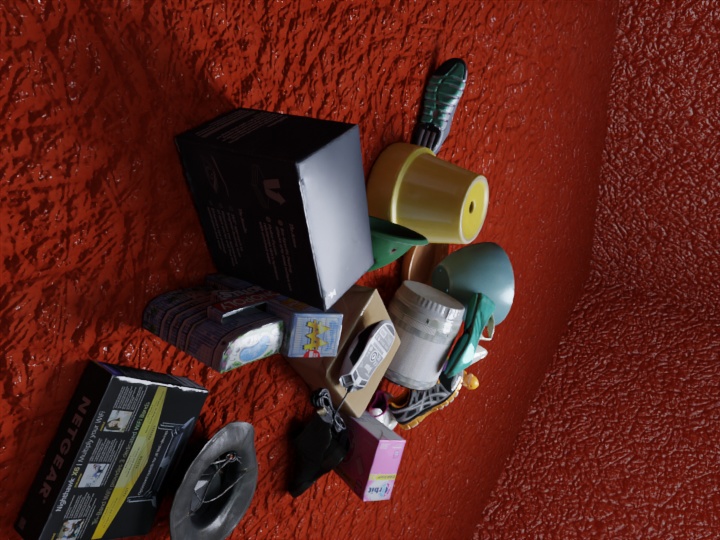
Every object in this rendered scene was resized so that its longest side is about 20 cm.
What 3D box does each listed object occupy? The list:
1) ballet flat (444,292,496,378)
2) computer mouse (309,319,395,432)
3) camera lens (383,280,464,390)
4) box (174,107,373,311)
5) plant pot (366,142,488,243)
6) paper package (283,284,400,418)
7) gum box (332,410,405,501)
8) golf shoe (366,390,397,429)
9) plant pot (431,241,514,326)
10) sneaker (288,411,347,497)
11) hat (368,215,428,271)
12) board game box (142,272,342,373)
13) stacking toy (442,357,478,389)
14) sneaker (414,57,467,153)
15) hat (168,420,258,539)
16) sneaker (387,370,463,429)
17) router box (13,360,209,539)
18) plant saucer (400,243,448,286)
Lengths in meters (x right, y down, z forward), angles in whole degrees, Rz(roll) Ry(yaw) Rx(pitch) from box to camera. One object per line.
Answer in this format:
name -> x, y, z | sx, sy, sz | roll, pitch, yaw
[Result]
ballet flat -> 0.242, 0.143, 1.108 | 0.067, 0.070, 0.201 | 122, -6, -70
computer mouse -> -0.010, 0.165, 0.880 | 0.201, 0.044, 0.110 | -55, 140, -18
camera lens -> 0.119, 0.142, 1.131 | 0.160, 0.159, 0.201 | 2, 112, -58
box -> -0.101, -0.082, 0.661 | 0.117, 0.199, 0.198 | -43, 138, -39
plant pot -> 0.138, -0.137, 1.023 | 0.200, 0.188, 0.202 | -31, 129, -48
paper package -> -0.025, 0.143, 0.981 | 0.191, 0.103, 0.200 | -58, 145, -23
gum box -> -0.009, 0.339, 1.020 | 0.066, 0.200, 0.114 | 14, 93, -34
golf shoe -> 0.025, 0.368, 1.212 | 0.201, 0.075, 0.092 | -59, 136, -33
plant pot -> 0.245, 0.032, 1.235 | 0.134, 0.200, 0.202 | 0, 108, -19
sneaker -> -0.097, 0.342, 0.996 | 0.200, 0.104, 0.060 | -46, 173, 28
hat -> 0.000, 0.000, 0.922 | 0.166, 0.198, 0.177 | -53, 160, -76
board game box -> -0.134, 0.061, 0.676 | 0.199, 0.199, 0.062 | -13, 116, -55
stacking toy -> 0.191, 0.238, 1.267 | 0.110, 0.199, 0.117 | -37, 136, -52
sneaker -> 0.169, -0.339, 1.103 | 0.201, 0.074, 0.087 | -67, 163, 8
hat -> -0.230, 0.307, 0.755 | 0.200, 0.080, 0.202 | 12, 90, -68
sneaker -> 0.148, 0.277, 1.190 | 0.200, 0.078, 0.077 | -41, 104, 7
router box -> -0.294, 0.223, 0.644 | 0.157, 0.052, 0.201 | 35, 75, -57
plant saucer -> 0.150, -0.020, 1.242 | 0.200, 0.037, 0.202 | -33, 132, -47
